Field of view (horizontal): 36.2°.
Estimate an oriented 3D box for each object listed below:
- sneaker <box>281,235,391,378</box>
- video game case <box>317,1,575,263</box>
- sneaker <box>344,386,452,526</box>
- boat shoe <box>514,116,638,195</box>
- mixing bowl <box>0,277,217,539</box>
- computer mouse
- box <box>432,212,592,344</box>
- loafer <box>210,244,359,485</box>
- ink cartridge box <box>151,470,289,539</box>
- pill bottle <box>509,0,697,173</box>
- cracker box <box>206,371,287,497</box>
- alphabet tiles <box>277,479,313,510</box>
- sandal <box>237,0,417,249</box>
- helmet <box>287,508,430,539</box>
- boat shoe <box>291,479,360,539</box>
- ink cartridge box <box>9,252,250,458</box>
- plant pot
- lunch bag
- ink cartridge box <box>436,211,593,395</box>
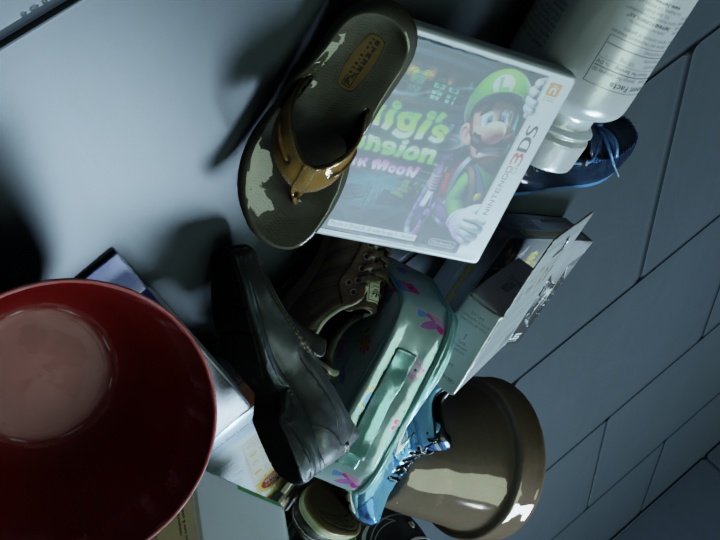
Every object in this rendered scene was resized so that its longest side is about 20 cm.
[{"bbox_3d":[0.000,0.000,0.938,0.070,0.075,0.200,18,104,-55],"label":"sneaker"},{"bbox_3d":[0.048,-0.098,0.858,0.199,0.023,0.182,10,120,-29],"label":"video game case"},{"bbox_3d":[0.049,0.180,1.167,0.201,0.090,0.078,-67,164,-1],"label":"sneaker"},{"bbox_3d":[0.209,-0.119,1.072,0.200,0.084,0.069,-25,158,-38],"label":"boat shoe"},{"bbox_3d":[-0.205,0.088,0.731,0.199,0.108,0.201,-7,108,-22],"label":"mixing bowl"},{"bbox_3d":[-0.111,0.061,0.953,0.200,0.034,0.059,-44,142,-13],"label":"computer mouse"},{"bbox_3d":[0.155,0.013,1.221,0.200,0.048,0.159,1,129,-54],"label":"box"},{"bbox_3d":[-0.062,0.068,0.888,0.072,0.073,0.201,-25,105,-30],"label":"loafer"},{"bbox_3d":[-0.181,0.261,0.972,0.200,0.083,0.147,-27,145,19],"label":"ink cartridge box"},{"bbox_3d":[0.189,-0.187,0.920,0.114,0.114,0.200,-9,136,-48],"label":"pill bottle"},{"bbox_3d":[-0.136,0.178,1.044,0.134,0.058,0.200,-36,152,-19],"label":"cracker box"},{"bbox_3d":[-0.028,0.176,1.168,0.200,0.006,0.166,-54,170,-3],"label":"alphabet tiles"},{"bbox_3d":[-0.024,-0.097,0.777,0.082,0.055,0.200,29,114,-18],"label":"sandal"},{"bbox_3d":[-0.014,0.364,1.323,0.199,0.191,0.200,1,142,1],"label":"helmet"},{"bbox_3d":[-0.040,0.267,1.185,0.065,0.073,0.200,-38,167,7],"label":"boat shoe"},{"bbox_3d":[-0.203,0.113,0.839,0.198,0.047,0.200,-41,143,-7],"label":"ink cartridge box"},{"bbox_3d":[0.087,0.216,1.295,0.174,0.200,0.201,11,123,-35],"label":"plant pot"},{"bbox_3d":[0.007,0.096,0.994,0.077,0.160,0.200,23,103,-20],"label":"lunch bag"},{"bbox_3d":[0.143,0.017,1.052,0.174,0.043,0.200,-60,167,19],"label":"ink cartridge box"}]
